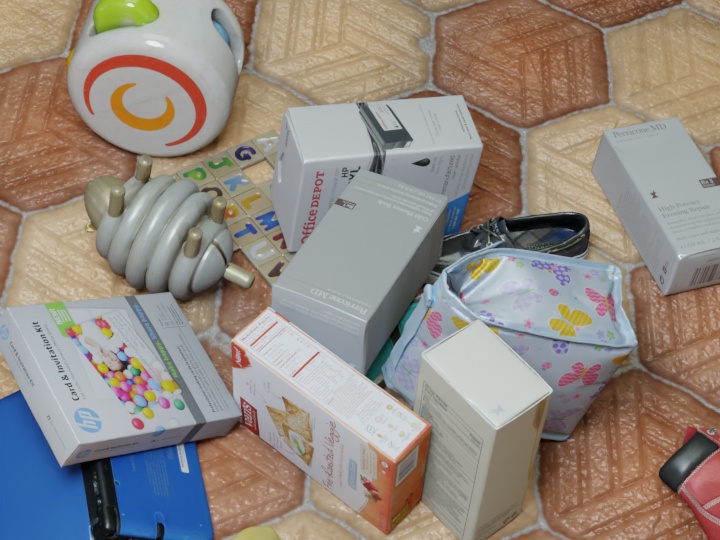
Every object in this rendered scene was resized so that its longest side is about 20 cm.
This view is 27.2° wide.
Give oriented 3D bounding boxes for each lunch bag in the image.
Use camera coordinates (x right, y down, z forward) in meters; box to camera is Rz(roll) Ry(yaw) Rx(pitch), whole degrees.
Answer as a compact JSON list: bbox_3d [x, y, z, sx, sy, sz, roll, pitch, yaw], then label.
[{"bbox_3d":[0.137,0.064,1.429,0.199,0.170,0.128,7,48,-16],"label":"lunch bag"}]

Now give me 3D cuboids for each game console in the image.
[{"bbox_3d":[-0.251,0.193,1.401,0.170,0.118,0.201,16,41,-35],"label":"game console"}]

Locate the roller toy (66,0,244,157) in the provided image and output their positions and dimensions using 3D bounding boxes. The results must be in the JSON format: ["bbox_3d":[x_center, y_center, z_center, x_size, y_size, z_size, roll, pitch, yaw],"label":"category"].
[{"bbox_3d":[-0.226,-0.231,1.658,0.182,0.200,0.140,24,47,-16],"label":"roller toy"}]

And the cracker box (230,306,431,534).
[{"bbox_3d":[-0.031,0.141,1.391,0.200,0.134,0.058,35,58,23],"label":"cracker box"}]

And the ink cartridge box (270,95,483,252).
[{"bbox_3d":[0.014,-0.103,1.590,0.199,0.145,0.084,-6,51,-16],"label":"ink cartridge box"}]

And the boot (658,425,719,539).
[{"bbox_3d":[0.396,0.186,1.444,0.199,0.073,0.144,-23,54,-19],"label":"boot"}]

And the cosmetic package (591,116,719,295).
[{"bbox_3d":[0.346,-0.075,1.657,0.101,0.074,0.200,-12,53,-16],"label":"cosmetic package"}]

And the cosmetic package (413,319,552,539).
[{"bbox_3d":[0.103,0.151,1.353,0.071,0.200,0.105,-30,59,-27],"label":"cosmetic package"}]

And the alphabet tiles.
[{"bbox_3d":[-0.110,-0.065,1.643,0.167,0.008,0.200,-27,57,-26],"label":"alphabet tiles"}]

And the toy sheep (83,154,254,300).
[{"bbox_3d":[-0.198,-0.036,1.528,0.200,0.138,0.138,32,53,8],"label":"toy sheep"}]

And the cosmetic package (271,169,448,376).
[{"bbox_3d":[0.000,0.000,1.460,0.106,0.090,0.200,19,43,14],"label":"cosmetic package"}]

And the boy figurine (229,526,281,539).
[{"bbox_3d":[-0.136,0.286,1.282,0.200,0.124,0.065,-27,84,-51],"label":"boy figurine"}]

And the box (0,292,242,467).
[{"bbox_3d":[-0.226,0.097,1.394,0.200,0.041,0.156,-5,54,-48],"label":"box"}]

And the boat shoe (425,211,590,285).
[{"bbox_3d":[0.155,-0.029,1.601,0.199,0.066,0.070,-4,50,-10],"label":"boat shoe"}]

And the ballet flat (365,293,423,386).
[{"bbox_3d":[0.022,0.072,1.505,0.200,0.076,0.064,-28,24,-32],"label":"ballet flat"}]
